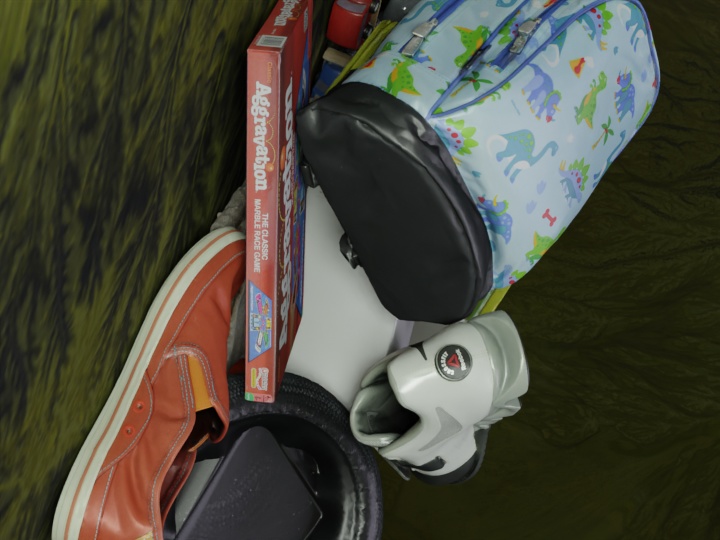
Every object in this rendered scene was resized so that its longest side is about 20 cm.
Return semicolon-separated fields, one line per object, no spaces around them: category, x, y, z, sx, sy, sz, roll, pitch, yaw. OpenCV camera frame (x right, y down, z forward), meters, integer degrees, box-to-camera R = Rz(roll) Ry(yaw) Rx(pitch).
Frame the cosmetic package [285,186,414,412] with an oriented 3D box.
cosmetic package;0.000;0.000;0.943;0.108;0.084;0.201;72;34;-76

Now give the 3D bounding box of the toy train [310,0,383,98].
toy train;-0.002;-0.172;0.962;0.046;0.034;0.201;-58;168;-51

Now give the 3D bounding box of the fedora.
fedora;-0.086;0.152;0.845;0.091;0.200;0.201;3;-112;57

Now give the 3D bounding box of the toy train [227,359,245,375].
toy train;-0.092;0.110;1.041;0.150;0.055;0.201;-56;164;-60

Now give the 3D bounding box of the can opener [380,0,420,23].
can opener;0.030;-0.152;1.000;0.067;0.053;0.200;-37;168;-15

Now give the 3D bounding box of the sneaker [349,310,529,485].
sneaker;0.031;0.082;0.849;0.200;0.088;0.074;104;-31;-63

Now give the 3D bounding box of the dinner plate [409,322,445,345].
dinner plate;0.034;0.007;1.250;0.024;0.200;0.201;-26;150;-32

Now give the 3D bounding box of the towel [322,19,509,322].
towel;0.043;-0.050;0.884;0.086;0.018;0.200;-56;130;-28

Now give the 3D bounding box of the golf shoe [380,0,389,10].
golf shoe;0.023;-0.184;1.118;0.097;0.078;0.200;-31;150;-40

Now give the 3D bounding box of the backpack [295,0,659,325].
backpack;0.077;-0.091;0.816;0.200;0.153;0.164;-59;137;-37

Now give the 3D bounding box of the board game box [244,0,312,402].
board game box;-0.045;-0.040;0.786;0.103;0.019;0.201;-72;167;-62

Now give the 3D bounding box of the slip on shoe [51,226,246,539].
slip on shoe;-0.094;0.065;0.752;0.074;0.061;0.201;100;10;-57

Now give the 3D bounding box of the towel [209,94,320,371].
towel;-0.062;-0.018;0.925;0.200;0.034;0.133;-63;173;-56
